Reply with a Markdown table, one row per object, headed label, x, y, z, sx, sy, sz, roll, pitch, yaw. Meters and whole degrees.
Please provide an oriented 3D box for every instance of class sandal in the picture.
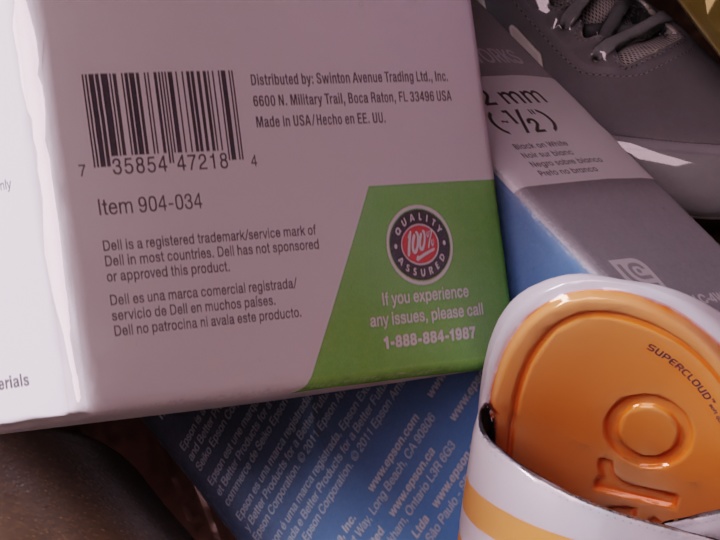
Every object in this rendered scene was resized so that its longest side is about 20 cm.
| label | x | y | z | sx | sy | sz | roll | pitch | yaw |
| --- | --- | --- | --- | --- | --- | --- | --- | --- | --- |
| sandal | 0.059 | 0.101 | 0.724 | 0.079 | 0.059 | 0.207 | 8 | 119 | 8 |

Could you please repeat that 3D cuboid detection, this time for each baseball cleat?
| label | x | y | z | sx | sy | sz | roll | pitch | yaw |
| --- | --- | --- | --- | --- | --- | --- | --- | --- | --- |
| baseball cleat | 0.040 | -0.088 | 0.839 | 0.200 | 0.070 | 0.106 | 29 | 127 | 28 |

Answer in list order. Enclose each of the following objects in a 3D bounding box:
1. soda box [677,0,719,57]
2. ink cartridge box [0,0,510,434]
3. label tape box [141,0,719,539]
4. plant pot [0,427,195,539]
| label | x | y | z | sx | sy | sz | roll | pitch | yaw |
| --- | --- | --- | --- | --- | --- | --- | --- | --- | --- |
| soda box | 0.075 | -0.148 | 0.818 | 0.068 | 0.064 | 0.200 | -38 | 82 | 15 |
| ink cartridge box | -0.050 | -0.066 | 0.711 | 0.084 | 0.145 | 0.200 | -11 | 86 | 45 |
| label tape box | 0.000 | 0.000 | 0.813 | 0.200 | 0.066 | 0.143 | 50 | 124 | 30 |
| plant pot | -0.073 | 0.157 | 0.757 | 0.200 | 0.200 | 0.198 | -41 | 53 | 4 |
